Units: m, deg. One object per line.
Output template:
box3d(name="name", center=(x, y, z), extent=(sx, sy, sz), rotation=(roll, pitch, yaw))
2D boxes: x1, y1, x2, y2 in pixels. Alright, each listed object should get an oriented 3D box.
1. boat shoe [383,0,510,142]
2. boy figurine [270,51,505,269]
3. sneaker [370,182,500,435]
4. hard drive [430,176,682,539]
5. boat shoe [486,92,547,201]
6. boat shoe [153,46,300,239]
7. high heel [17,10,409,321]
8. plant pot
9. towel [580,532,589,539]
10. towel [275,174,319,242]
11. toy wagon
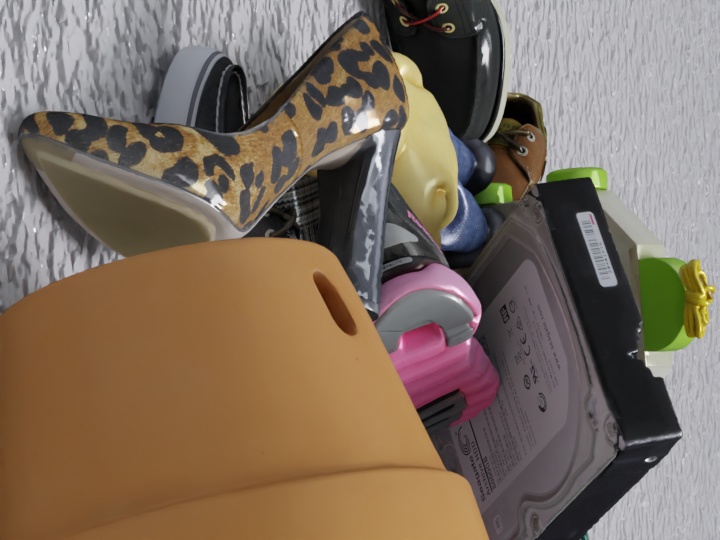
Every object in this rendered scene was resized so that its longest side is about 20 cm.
box3d(name="boat shoe", center=(0.037, -0.161, 1.477), extent=(0.063, 0.073, 0.202), rotation=(-34, 122, -56))
box3d(name="boy figurine", center=(0.017, -0.050, 1.302), extent=(0.200, 0.064, 0.125), rotation=(27, 50, -65))
box3d(name="sneaker", center=(0.014, 0.021, 1.253), extent=(0.200, 0.079, 0.096), rotation=(89, -25, -64))
box3d(name="hard drive", center=(0.083, 0.062, 1.296), extent=(0.200, 0.038, 0.140), rotation=(124, -46, -58))
box3d(name="boat shoe", center=(0.073, -0.061, 1.558), extent=(0.200, 0.072, 0.068), rotation=(-72, -179, -73))
box3d(name="boat shoe", center=(-0.055, -0.001, 1.177), extent=(0.070, 0.066, 0.201), rotation=(30, 61, -70))
box3d(name="high heel", center=(-0.061, -0.071, 1.112), extent=(0.200, 0.071, 0.143), rotation=(24, 61, -40))
box3d(name="plant pot", center=(-0.060, 0.075, 0.988), extent=(0.200, 0.199, 0.141), rotation=(28, 46, -70))
box3d(name="towel", center=(0.115, 0.183, 1.445), extent=(0.200, 0.022, 0.147), rotation=(-102, -173, -53))
box3d(name="towel", center=(0.000, 0.000, 1.376), extent=(0.200, 0.034, 0.193), rotation=(-32, 113, -71))
box3d(name="toy wagon", center=(0.112, 0.026, 1.373), extent=(0.039, 0.200, 0.156), rotation=(0, 84, -44))
